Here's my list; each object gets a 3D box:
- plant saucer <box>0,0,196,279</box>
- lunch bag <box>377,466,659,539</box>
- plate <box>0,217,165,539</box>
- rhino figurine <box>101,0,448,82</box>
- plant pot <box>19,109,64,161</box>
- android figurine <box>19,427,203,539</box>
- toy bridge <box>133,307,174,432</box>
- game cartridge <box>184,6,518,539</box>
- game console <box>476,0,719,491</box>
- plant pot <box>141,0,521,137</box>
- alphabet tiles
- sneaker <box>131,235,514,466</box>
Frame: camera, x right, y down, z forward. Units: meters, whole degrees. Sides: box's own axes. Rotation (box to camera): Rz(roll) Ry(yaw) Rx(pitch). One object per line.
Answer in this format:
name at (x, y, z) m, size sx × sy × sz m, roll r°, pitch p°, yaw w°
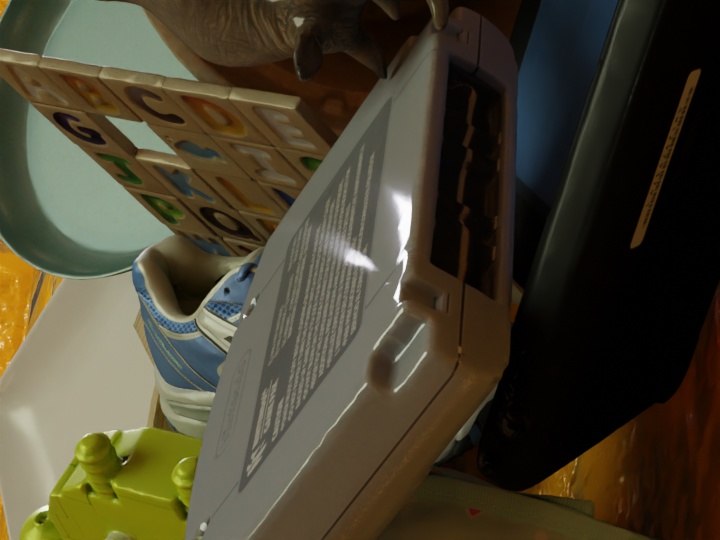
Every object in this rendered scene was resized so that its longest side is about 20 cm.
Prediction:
plant saucer at (-0.104, -0.090, 0.984) m, size 0.199 × 0.027 × 0.202 m, roll -13°, pitch 67°, yaw 34°
lunch bag at (0.017, 0.148, 0.652) m, size 0.200 × 0.121 × 0.172 m, roll -1°, pitch 72°, yaw 67°
plate at (-0.117, 0.088, 1.005) m, size 0.200 × 0.032 × 0.201 m, roll -53°, pitch 42°, yaw 37°
rhino figurine at (-0.046, -0.114, 0.674) m, size 0.199 × 0.060 × 0.088 m, roll 29°, pitch 107°, yaw 32°
plant pot at (-0.056, -0.136, 1.082) m, size 0.191 × 0.199 × 0.200 m, roll -62°, pitch 19°, yaw 20°
android figurine at (-0.056, 0.133, 0.842) m, size 0.041 × 0.181 × 0.201 m, roll -59°, pitch -33°, yaw -32°
toy bridge at (-0.112, 0.112, 0.937) m, size 0.201 × 0.027 × 0.067 m, roll -63°, pitch 38°, yaw 26°
game cartridge at (-0.003, 0.017, 0.614) m, size 0.134 × 0.040 × 0.201 m, roll -50°, pitch 16°, yaw 29°
game console at (0.063, -0.065, 0.606) m, size 0.175 × 0.116 × 0.202 m, roll -23°, pitch -47°, yaw -57°
plant pot at (0.007, -0.159, 0.827) m, size 0.184 × 0.198 × 0.202 m, roll -94°, pitch 17°, yaw -79°
alphabet tiles at (-0.032, -0.028, 0.809) m, size 0.199 × 0.167 × 0.008 m, roll 13°, pitch 69°, yaw 38°
sneaker at (-0.017, 0.029, 0.804) m, size 0.076 × 0.199 × 0.078 m, roll -45°, pitch -56°, yaw -40°
